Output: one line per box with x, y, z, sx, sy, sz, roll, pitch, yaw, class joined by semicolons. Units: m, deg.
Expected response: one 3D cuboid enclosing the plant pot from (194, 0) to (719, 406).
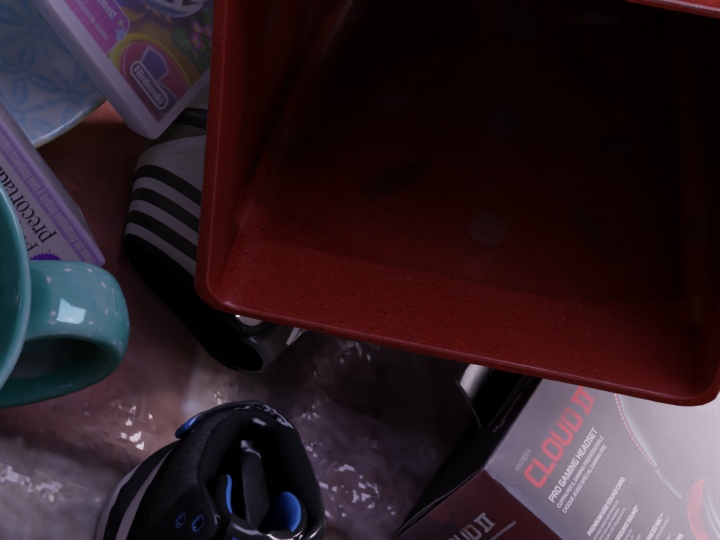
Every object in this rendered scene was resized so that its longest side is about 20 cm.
0.059;-0.095;0.882;0.198;0.201;0.177;12;50;3;plant pot

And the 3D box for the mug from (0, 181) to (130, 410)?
-0.188;0.026;0.814;0.185;0.114;0.153;37;49;-9;mug

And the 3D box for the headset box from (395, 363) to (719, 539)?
0.120;0.099;0.990;0.200;0.075;0.149;42;49;-4;headset box

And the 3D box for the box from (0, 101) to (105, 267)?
-0.157;-0.067;0.859;0.200;0.039;0.042;58;1;-41;box

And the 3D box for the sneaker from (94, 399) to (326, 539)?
-0.062;0.134;0.830;0.073;0.112;0.201;18;54;-19;sneaker

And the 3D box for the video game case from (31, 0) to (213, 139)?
-0.052;-0.168;0.923;0.200;0.018;0.143;-49;133;-13;video game case

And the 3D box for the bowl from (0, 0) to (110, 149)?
-0.169;-0.148;0.919;0.199;0.202;0.107;-11;26;-36;bowl

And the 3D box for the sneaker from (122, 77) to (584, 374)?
0.000;0.000;0.968;0.199;0.076;0.116;15;64;2;sneaker
